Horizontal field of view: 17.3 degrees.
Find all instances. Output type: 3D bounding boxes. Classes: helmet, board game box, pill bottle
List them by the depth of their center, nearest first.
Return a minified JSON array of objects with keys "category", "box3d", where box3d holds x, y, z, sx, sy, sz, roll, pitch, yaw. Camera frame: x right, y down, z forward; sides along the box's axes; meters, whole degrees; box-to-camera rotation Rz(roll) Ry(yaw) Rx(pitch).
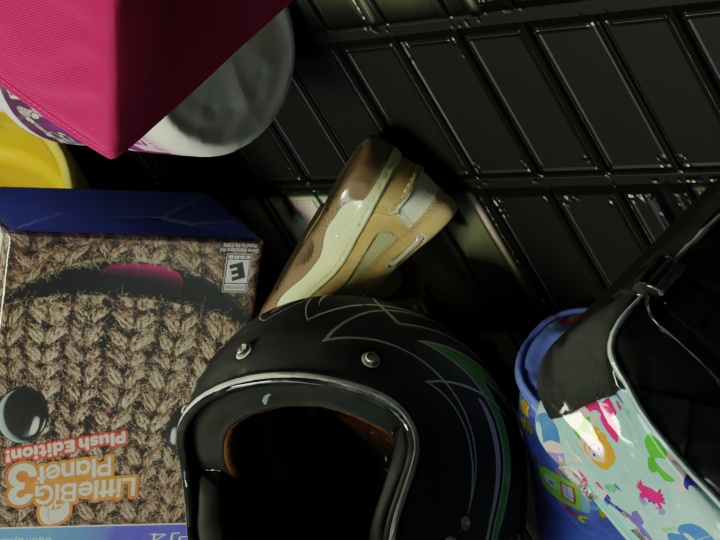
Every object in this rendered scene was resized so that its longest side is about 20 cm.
[{"category":"helmet","box3d":[-0.003,0.110,1.296,0.200,0.199,0.192,146,119,-61]},{"category":"pill bottle","box3d":[-0.138,-0.123,1.302,0.199,0.112,0.113,9,136,48]},{"category":"board game box","box3d":[-0.159,0.059,1.417,0.097,0.159,0.201,-141,55,-60]}]

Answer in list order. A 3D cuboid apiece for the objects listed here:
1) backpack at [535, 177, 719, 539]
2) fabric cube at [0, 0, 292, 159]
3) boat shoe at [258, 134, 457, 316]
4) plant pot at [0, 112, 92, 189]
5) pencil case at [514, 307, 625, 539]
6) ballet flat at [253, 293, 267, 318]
[{"category":"backpack","box3d":[0.191,0.070,1.065,0.200,0.178,0.151,46,153,0]},{"category":"fabric cube","box3d":[-0.123,-0.216,1.074,0.200,0.196,0.200,34,150,18]},{"category":"boat shoe","box3d":[0.000,0.000,1.342,0.076,0.072,0.200,29,153,-5]},{"category":"plant pot","box3d":[-0.251,0.013,1.566,0.200,0.201,0.189,29,164,26]},{"category":"pencil case","box3d":[0.134,0.113,1.298,0.087,0.078,0.201,31,150,35]},{"category":"ballet flat","box3d":[-0.097,0.082,1.568,0.071,0.071,0.200,42,151,4]}]
